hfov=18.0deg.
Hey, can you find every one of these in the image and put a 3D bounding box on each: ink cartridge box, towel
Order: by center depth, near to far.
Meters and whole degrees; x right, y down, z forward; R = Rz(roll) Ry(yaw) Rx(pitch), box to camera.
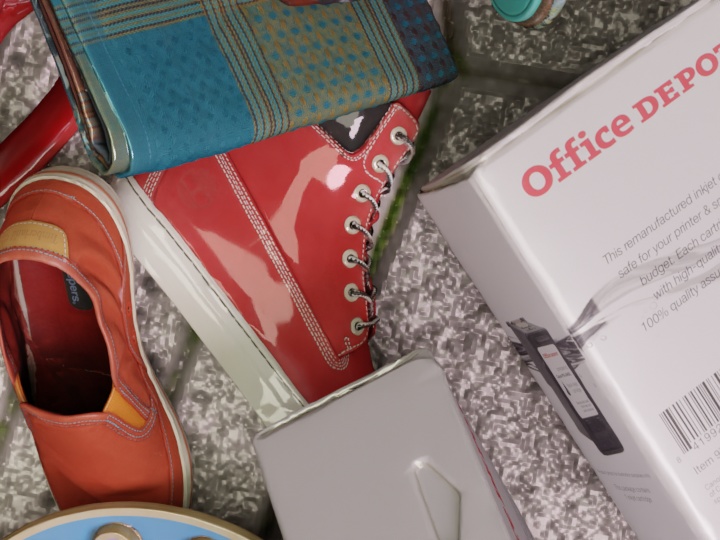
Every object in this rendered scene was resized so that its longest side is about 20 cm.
[{"bbox_3d":[0.043,0.151,0.918,0.084,0.147,0.200,-26,137,3],"label":"ink cartridge box"},{"bbox_3d":[-0.055,-0.122,0.919,0.022,0.199,0.148,-27,84,45],"label":"towel"},{"bbox_3d":[0.140,0.004,0.965,0.145,0.083,0.201,-34,96,-14],"label":"ink cartridge box"}]

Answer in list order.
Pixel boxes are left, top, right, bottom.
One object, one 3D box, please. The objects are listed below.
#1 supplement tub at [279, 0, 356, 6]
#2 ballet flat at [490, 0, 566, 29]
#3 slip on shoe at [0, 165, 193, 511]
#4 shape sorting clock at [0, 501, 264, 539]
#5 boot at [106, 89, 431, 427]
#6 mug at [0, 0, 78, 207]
[{"bbox_3d":[0.057,-0.165,0.879,0.198,0.107,0.108,-7,97,3],"label":"supplement tub"},{"bbox_3d":[0.078,-0.206,0.967,0.074,0.074,0.202,-8,99,1],"label":"ballet flat"},{"bbox_3d":[-0.120,0.055,0.976,0.073,0.061,0.201,3,122,17],"label":"slip on shoe"},{"bbox_3d":[-0.094,0.193,1.006,0.198,0.039,0.202,4,118,7],"label":"shape sorting clock"},{"bbox_3d":[0.000,0.000,0.990,0.144,0.072,0.200,-38,92,3],"label":"boot"},{"bbox_3d":[-0.200,-0.056,0.925,0.176,0.134,0.201,16,122,-8],"label":"mug"}]
